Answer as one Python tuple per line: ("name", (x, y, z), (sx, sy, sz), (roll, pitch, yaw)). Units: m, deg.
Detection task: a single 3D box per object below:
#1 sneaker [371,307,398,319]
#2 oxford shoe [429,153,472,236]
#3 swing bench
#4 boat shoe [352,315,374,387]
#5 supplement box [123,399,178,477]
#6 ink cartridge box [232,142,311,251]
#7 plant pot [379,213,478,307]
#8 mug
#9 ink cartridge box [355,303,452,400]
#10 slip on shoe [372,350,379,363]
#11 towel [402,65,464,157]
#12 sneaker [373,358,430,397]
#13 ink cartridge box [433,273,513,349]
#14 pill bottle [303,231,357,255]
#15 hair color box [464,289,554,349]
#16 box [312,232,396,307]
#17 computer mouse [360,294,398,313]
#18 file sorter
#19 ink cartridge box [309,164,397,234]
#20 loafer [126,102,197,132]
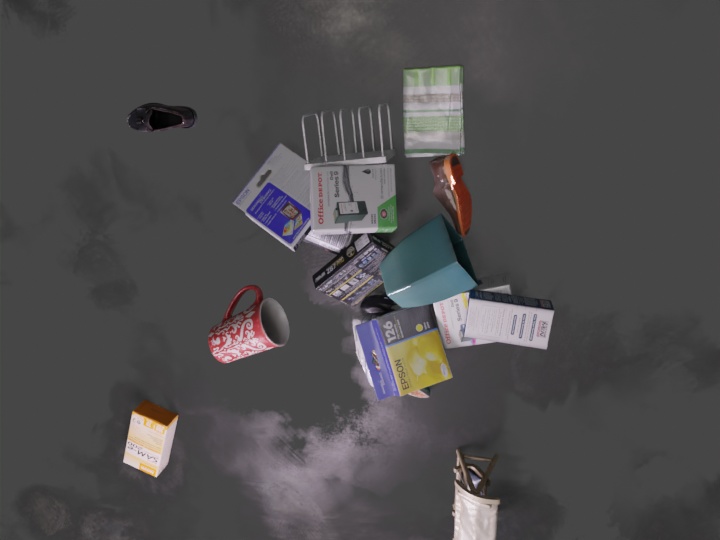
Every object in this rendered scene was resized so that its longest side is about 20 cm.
("sneaker", (0.120, 0.156, 1.579), (0.196, 0.081, 0.075), (28, 85, -1))
("oxford shoe", (0.218, -0.178, 1.465), (0.071, 0.071, 0.205), (-2, 113, 37))
("swing bench", (0.309, 0.631, 1.641), (0.126, 0.200, 0.205), (3, 110, 12))
("boat shoe", (0.021, 0.215, 1.647), (0.065, 0.073, 0.206), (6, 109, 37))
("supplement box", (-0.656, 0.525, 1.901), (0.123, 0.074, 0.205), (20, 112, 6))
("ink cartridge box", (-0.177, -0.180, 1.479), (0.198, 0.044, 0.200), (35, 79, 15))
("plant pot", (0.154, -0.004, 1.460), (0.197, 0.144, 0.141), (-28, 145, 19))
("mug", (-0.311, 0.155, 1.686), (0.196, 0.181, 0.133), (-23, 139, 24))
("ink cartridge box", (0.108, 0.201, 1.514), (0.195, 0.047, 0.203), (-19, 91, -7))
("slip on shoe", (0.104, 0.222, 1.572), (0.197, 0.061, 0.077), (32, 106, 0))
("towel", (0.170, -0.369, 1.423), (0.145, 0.031, 0.206), (0, 108, 12))
("sneaker", (0.119, 0.270, 1.633), (0.198, 0.081, 0.071), (36, 149, -23))
("ink cartridge box", (0.288, 0.103, 1.526), (0.194, 0.088, 0.149), (-9, 107, 16))
("pill bottle", (-0.106, -0.117, 1.534), (0.196, 0.106, 0.109), (23, 113, 5))
("hair color box", (0.348, 0.114, 1.439), (0.194, 0.061, 0.103), (8, 111, 8))
("box", (0.000, 0.000, 1.529), (0.199, 0.050, 0.160), (-39, 140, 22))
("computer mouse", (0.094, 0.075, 1.571), (0.194, 0.059, 0.035), (-9, 108, 6))
("file sorter", (-0.028, -0.317, 1.431), (0.194, 0.139, 0.128), (-3, 106, 14))
("ink cartridge box", (-0.019, -0.161, 1.400), (0.194, 0.084, 0.151), (-3, 89, -6))
("loafer", (-0.519, -0.391, 1.560), (0.194, 0.063, 0.074), (1, 109, 13))
